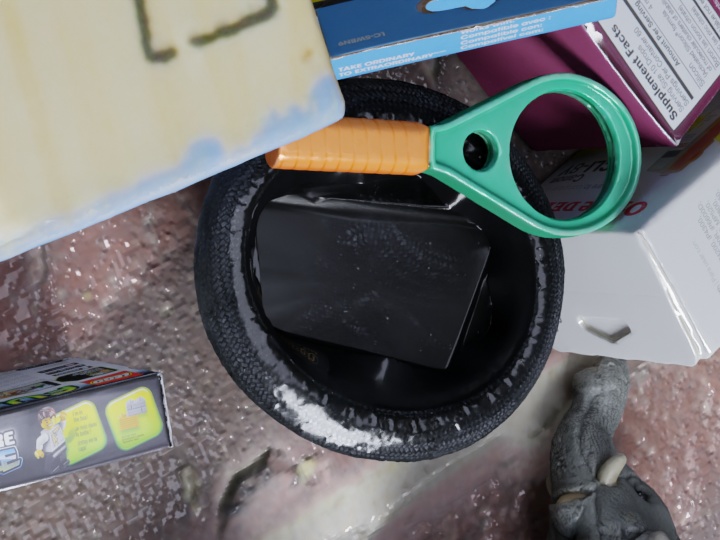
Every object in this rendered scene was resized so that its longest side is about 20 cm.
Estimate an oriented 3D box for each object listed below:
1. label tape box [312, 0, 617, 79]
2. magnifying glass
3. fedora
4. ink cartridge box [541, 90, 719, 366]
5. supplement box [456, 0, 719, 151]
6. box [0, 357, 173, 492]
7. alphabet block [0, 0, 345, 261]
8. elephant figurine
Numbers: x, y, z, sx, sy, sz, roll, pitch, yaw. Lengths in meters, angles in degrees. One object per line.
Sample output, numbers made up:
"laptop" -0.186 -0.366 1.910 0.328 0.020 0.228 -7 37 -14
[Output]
"label tape box" 0.040 -0.145 0.894 0.143 0.201 0.064 -12 132 -2
"magnifying glass" 0.048 -0.057 0.916 0.198 0.022 0.081 1 89 -25
"fedora" 0.000 0.000 0.956 0.199 0.091 0.203 0 90 -26
"ink cartridge box" 0.188 -0.046 1.034 0.200 0.145 0.084 -40 109 -23
"supplement box" 0.157 -0.169 1.022 0.200 0.131 0.103 -49 115 -18
"box" -0.194 0.078 0.837 0.198 0.110 0.035 -12 98 -29
"alphabet block" -0.151 -0.125 0.808 0.194 0.196 0.202 -24 103 -29
"elephant figurine" 0.131 0.170 1.027 0.200 0.141 0.156 -37 139 -40
